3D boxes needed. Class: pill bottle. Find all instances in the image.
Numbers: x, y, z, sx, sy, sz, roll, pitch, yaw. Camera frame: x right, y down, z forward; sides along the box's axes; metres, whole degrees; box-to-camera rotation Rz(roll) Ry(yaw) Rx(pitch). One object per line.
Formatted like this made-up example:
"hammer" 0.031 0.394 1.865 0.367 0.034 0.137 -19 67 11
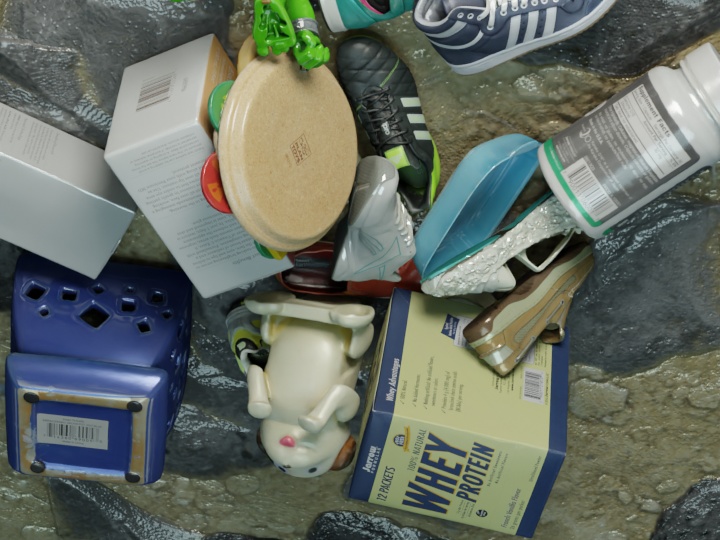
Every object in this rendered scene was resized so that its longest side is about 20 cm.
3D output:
"pill bottle" 0.284 -0.129 1.505 0.200 0.113 0.113 -34 123 18

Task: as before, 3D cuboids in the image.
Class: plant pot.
"plant pot" -0.296 0.120 1.695 0.199 0.180 0.200 7 132 -4

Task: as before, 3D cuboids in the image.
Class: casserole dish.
"casserole dish" 0.116 -0.070 1.582 0.039 0.121 0.200 46 130 19

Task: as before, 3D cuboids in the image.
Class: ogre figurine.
"ogre figurine" -0.104 -0.276 1.392 0.199 0.120 0.098 21 133 -14

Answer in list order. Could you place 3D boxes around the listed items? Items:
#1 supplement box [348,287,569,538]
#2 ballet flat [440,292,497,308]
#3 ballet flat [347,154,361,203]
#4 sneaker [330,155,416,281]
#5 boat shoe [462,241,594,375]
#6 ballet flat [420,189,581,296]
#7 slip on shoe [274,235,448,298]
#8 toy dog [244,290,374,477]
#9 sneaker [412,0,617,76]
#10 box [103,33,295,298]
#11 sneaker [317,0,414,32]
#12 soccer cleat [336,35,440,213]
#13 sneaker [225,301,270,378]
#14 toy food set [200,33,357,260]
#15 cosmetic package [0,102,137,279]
"supplement box" 0.107 0.148 1.619 0.199 0.200 0.135 13 129 -1
"ballet flat" 0.135 0.061 1.715 0.200 0.070 0.069 30 126 -22
"ballet flat" -0.053 -0.147 1.540 0.067 0.062 0.200 -22 127 23
"sneaker" 0.022 -0.050 1.544 0.080 0.071 0.200 9 151 -5
"boat shoe" 0.190 0.044 1.618 0.076 0.200 0.072 54 147 -2
"ballet flat" 0.158 -0.018 1.583 0.200 0.072 0.072 -34 129 -12
"slip on shoe" 0.000 0.000 1.660 0.199 0.061 0.074 2 110 0
"toy dog" -0.061 0.127 1.671 0.139 0.194 0.201 8 97 5
"sneaker" 0.143 -0.256 1.417 0.200 0.070 0.108 -25 145 25
"box" -0.151 -0.103 1.523 0.106 0.153 0.200 -19 129 17
"sneaker" 0.010 -0.304 1.385 0.120 0.084 0.200 -4 139 12
"soccer cleat" 0.033 -0.145 1.526 0.067 0.081 0.200 -17 128 16
"sneaker" -0.096 0.125 1.771 0.075 0.077 0.200 -26 127 20
"toy food set" -0.075 -0.115 1.451 0.049 0.198 0.200 4 141 38
"cosmetic package" -0.338 -0.087 1.593 0.200 0.081 0.113 25 128 -20
